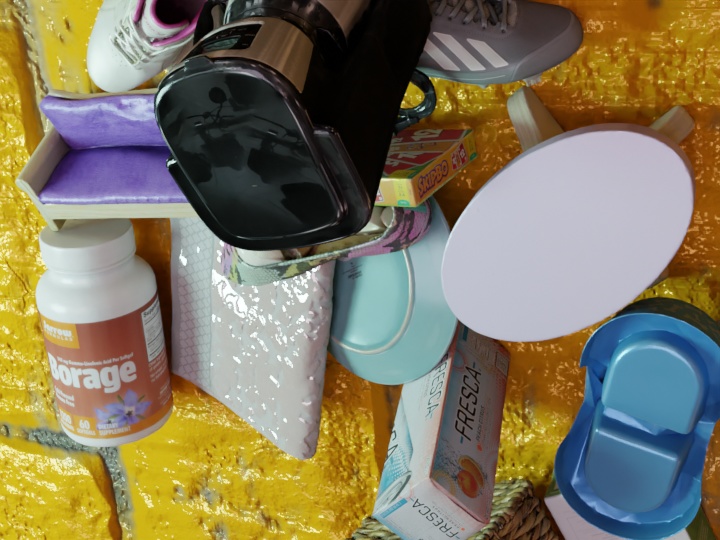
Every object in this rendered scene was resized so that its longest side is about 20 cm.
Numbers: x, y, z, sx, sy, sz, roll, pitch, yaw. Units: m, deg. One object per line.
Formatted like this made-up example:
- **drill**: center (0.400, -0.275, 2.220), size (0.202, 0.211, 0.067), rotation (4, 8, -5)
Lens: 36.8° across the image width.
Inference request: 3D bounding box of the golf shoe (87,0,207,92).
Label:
- **golf shoe**: center (-0.158, -0.194, 0.819), size (0.075, 0.092, 0.199), rotation (42, 128, -15)

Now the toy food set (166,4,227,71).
- **toy food set**: center (-0.116, -0.248, 0.862), size (0.199, 0.061, 0.144), rotation (-23, 115, 32)

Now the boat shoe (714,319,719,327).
- **boat shoe**: center (0.323, 0.032, 0.795), size (0.198, 0.075, 0.069), rotation (-6, 92, 27)

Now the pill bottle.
- **pill bottle**: center (-0.242, 0.054, 1.017), size (0.111, 0.112, 0.202), rotation (6, 117, 20)

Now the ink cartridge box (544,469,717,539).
- **ink cartridge box**: center (0.250, 0.248, 0.928), size (0.103, 0.059, 0.201), rotation (-22, 103, 30)

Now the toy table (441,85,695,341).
- **toy table**: center (0.157, -0.044, 0.797), size (0.199, 0.117, 0.185), rotation (-24, 103, 30)

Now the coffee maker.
- **coffee maker**: center (-0.022, -0.112, 0.686), size (0.192, 0.201, 0.134), rotation (39, 136, -23)

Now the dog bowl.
- **dog bowl**: center (0.213, 0.108, 0.807), size (0.110, 0.050, 0.202), rotation (18, 123, 18)

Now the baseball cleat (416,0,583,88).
- **baseball cleat**: center (0.059, -0.181, 0.775), size (0.197, 0.070, 0.107), rotation (-5, 142, 10)

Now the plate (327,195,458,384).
- **plate**: center (0.000, 0.000, 0.895), size (0.199, 0.025, 0.203), rotation (18, 115, 42)

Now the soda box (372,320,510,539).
- **soda box**: center (0.069, 0.126, 0.864), size (0.063, 0.201, 0.068), rotation (39, 123, -14)

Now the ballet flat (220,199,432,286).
- **ballet flat**: center (-0.042, -0.033, 0.838), size (0.198, 0.071, 0.070), rotation (-10, 77, 29)

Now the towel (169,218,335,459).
- **towel**: center (-0.103, 0.045, 0.968), size (0.190, 0.032, 0.202), rotation (26, 124, 33)

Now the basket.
- **basket**: center (0.082, 0.287, 0.945), size (0.199, 0.143, 0.150), rotation (-18, 105, 47)

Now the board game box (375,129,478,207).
- **board game box**: center (-0.019, -0.081, 0.827), size (0.198, 0.095, 0.030), rotation (2, 118, 36)

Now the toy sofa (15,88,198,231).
- **toy sofa**: center (-0.194, -0.095, 0.927), size (0.198, 0.083, 0.098), rotation (1, 139, 23)
